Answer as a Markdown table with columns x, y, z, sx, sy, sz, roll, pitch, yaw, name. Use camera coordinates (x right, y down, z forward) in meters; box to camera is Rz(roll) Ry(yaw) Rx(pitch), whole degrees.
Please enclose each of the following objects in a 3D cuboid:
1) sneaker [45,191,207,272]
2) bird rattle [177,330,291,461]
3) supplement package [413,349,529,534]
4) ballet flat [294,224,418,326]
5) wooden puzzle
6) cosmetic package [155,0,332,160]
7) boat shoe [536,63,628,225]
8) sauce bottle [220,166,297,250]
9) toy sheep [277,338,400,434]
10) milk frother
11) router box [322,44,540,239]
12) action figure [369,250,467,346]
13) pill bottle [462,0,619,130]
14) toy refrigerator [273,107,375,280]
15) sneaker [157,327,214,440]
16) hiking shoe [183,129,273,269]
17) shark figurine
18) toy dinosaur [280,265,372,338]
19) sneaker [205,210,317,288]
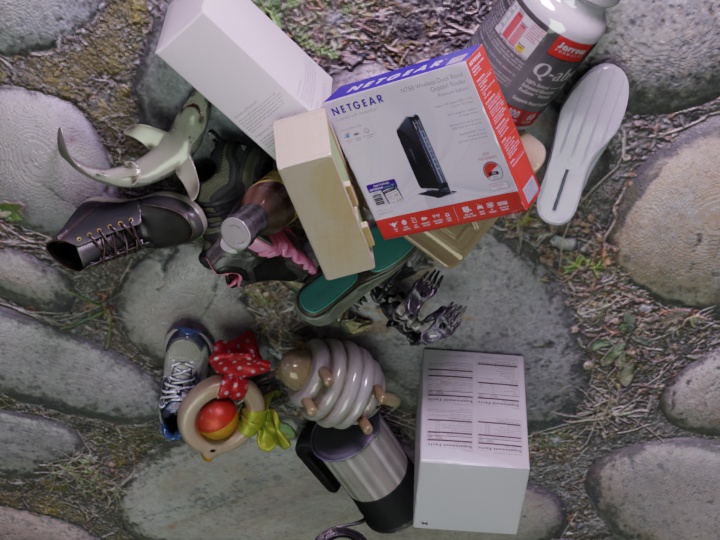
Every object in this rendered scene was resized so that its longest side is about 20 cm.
| x | y | z | sx | sy | sz | roll | pitch | yaw | name |
| --- | --- | --- | --- | --- | --- | --- | --- | --- | --- |
| -0.292 | -0.040 | 1.544 | 0.197 | 0.107 | 0.076 | -1 | 123 | 27 | sneaker |
| -0.183 | 0.194 | 1.751 | 0.162 | 0.113 | 0.201 | -33 | 138 | -8 | bird rattle |
| 0.153 | 0.240 | 1.736 | 0.148 | 0.202 | 0.153 | 4 | 133 | 1 | supplement package |
| 0.000 | 0.000 | 1.605 | 0.199 | 0.068 | 0.064 | -36 | 160 | -5 | ballet flat |
| 0.095 | -0.126 | 1.454 | 0.184 | 0.046 | 0.201 | 36 | 124 | -3 | wooden puzzle |
| -0.127 | -0.232 | 1.394 | 0.084 | 0.108 | 0.200 | -34 | 121 | 28 | cosmetic package |
| 0.256 | -0.154 | 1.465 | 0.071 | 0.071 | 0.202 | 23 | 111 | 0 | boat shoe |
| -0.100 | -0.083 | 1.463 | 0.064 | 0.200 | 0.066 | 10 | 117 | 21 | sauce bottle |
| -0.028 | 0.161 | 1.727 | 0.198 | 0.139 | 0.138 | 25 | 130 | -26 | toy sheep |
| -0.014 | 0.331 | 1.833 | 0.178 | 0.202 | 0.189 | -16 | 129 | 23 | milk frother |
| 0.078 | -0.138 | 1.374 | 0.198 | 0.049 | 0.181 | -11 | 115 | 38 | router box |
| 0.081 | 0.043 | 1.621 | 0.102 | 0.200 | 0.119 | -38 | 98 | -10 | action figure |
| 0.194 | -0.259 | 1.339 | 0.115 | 0.117 | 0.201 | 24 | 130 | -17 | pill bottle |
| -0.037 | -0.085 | 1.414 | 0.069 | 0.077 | 0.201 | -14 | 139 | 6 | toy refrigerator |
| -0.255 | 0.168 | 1.779 | 0.076 | 0.086 | 0.202 | 9 | 132 | -4 | sneaker |
| -0.180 | -0.091 | 1.562 | 0.100 | 0.076 | 0.201 | 29 | 128 | 1 | hiking shoe |
| -0.267 | -0.136 | 1.517 | 0.211 | 0.090 | 0.130 | -16 | 96 | 7 | shark figurine |
| -0.045 | 0.029 | 1.668 | 0.199 | 0.048 | 0.088 | 38 | 131 | -23 | toy dinosaur |
| -0.128 | -0.013 | 1.552 | 0.095 | 0.079 | 0.200 | -43 | 154 | 10 | sneaker |
